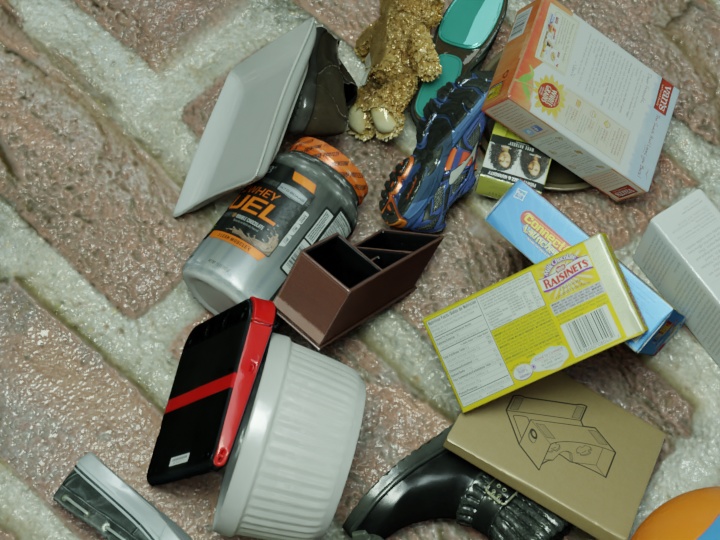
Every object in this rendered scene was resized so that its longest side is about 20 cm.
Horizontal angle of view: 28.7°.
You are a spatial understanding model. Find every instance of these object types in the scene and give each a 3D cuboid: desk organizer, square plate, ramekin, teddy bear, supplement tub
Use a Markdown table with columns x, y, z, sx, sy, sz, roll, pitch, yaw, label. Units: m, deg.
| x | y | z | sx | sy | sz | roll | pitch | yaw | label |
| --- | --- | --- | --- | --- | --- | --- | --- | --- | --- |
| 0.000 | 0.000 | 1.443 | 0.072 | 0.077 | 0.200 | 40 | 34 | 14 | desk organizer |
| -0.121 | -0.158 | 1.522 | 0.028 | 0.198 | 0.201 | 29 | 66 | -25 | square plate |
| -0.067 | 0.171 | 1.369 | 0.105 | 0.200 | 0.201 | 17 | 68 | -5 | ramekin |
| 0.043 | -0.237 | 1.579 | 0.067 | 0.145 | 0.201 | 19 | 68 | -28 | teddy bear |
| -0.086 | -0.037 | 1.490 | 0.122 | 0.123 | 0.200 | 32 | 70 | 12 | supplement tub |

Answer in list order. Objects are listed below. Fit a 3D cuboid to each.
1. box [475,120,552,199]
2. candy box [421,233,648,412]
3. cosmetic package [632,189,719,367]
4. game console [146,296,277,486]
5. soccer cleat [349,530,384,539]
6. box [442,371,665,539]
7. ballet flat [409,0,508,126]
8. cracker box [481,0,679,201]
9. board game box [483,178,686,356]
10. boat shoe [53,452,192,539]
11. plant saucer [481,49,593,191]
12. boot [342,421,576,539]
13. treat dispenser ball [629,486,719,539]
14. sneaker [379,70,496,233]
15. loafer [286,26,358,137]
| x | y | z | sx | sy | sz | roll | pitch | yaw | label |
| --- | --- | --- | --- | --- | --- | --- | --- | --- | --- |
| 0.188 | -0.171 | 1.556 | 0.075 | 0.050 | 0.201 | 17 | 68 | 5 | box |
| 0.164 | 0.052 | 1.345 | 0.199 | 0.026 | 0.103 | -26 | 79 | 23 | candy box |
| 0.382 | 0.025 | 1.480 | 0.071 | 0.102 | 0.200 | -31 | 72 | -13 | cosmetic package |
| -0.148 | 0.122 | 1.392 | 0.031 | 0.200 | 0.178 | 21 | 68 | -21 | game console |
| -0.050 | 0.327 | 1.372 | 0.199 | 0.084 | 0.065 | -28 | 35 | 5 | soccer cleat |
| 0.198 | 0.170 | 1.413 | 0.199 | 0.021 | 0.164 | 31 | 43 | 4 | box |
| 0.109 | -0.242 | 1.603 | 0.068 | 0.068 | 0.201 | 25 | 78 | 14 | ballet flat |
| 0.239 | -0.183 | 1.511 | 0.200 | 0.058 | 0.134 | 31 | 67 | -21 | cracker box |
| 0.234 | 0.001 | 1.435 | 0.200 | 0.196 | 0.056 | 42 | 98 | 15 | board game box |
| -0.223 | 0.267 | 1.400 | 0.200 | 0.072 | 0.071 | 37 | 80 | 24 | boat shoe |
| 0.224 | -0.176 | 1.602 | 0.199 | 0.029 | 0.201 | 0 | 67 | -1 | plant saucer |
| 0.104 | 0.244 | 1.398 | 0.211 | 0.080 | 0.158 | -34 | 72 | -14 | boot |
| 0.340 | 0.303 | 1.310 | 0.200 | 0.201 | 0.202 | 0 | 67 | 0 | treat dispenser ball |
| 0.098 | -0.128 | 1.534 | 0.200 | 0.078 | 0.075 | -57 | 38 | 8 | sneaker |
| -0.040 | -0.200 | 1.563 | 0.071 | 0.073 | 0.200 | 22 | 35 | -12 | loafer |
